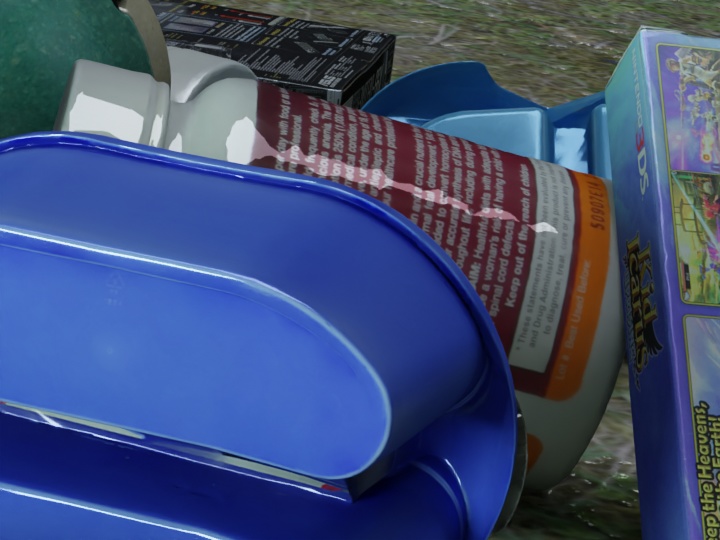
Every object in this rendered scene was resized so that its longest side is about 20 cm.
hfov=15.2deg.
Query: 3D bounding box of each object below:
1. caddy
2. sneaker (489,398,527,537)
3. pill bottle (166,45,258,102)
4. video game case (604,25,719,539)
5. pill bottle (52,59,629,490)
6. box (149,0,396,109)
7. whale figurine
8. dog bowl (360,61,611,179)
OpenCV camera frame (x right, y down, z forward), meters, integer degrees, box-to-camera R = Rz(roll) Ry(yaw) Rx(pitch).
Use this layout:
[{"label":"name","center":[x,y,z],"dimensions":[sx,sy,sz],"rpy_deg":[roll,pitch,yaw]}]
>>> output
[{"label":"caddy","center":[-0.058,0.040,0.760],"dimensions":[0.200,0.141,0.105],"rpy_deg":[12,20,13]},{"label":"sneaker","center":[-0.043,0.062,0.877],"dimensions":[0.200,0.077,0.089],"rpy_deg":[10,-16,11]},{"label":"pill bottle","center":[-0.146,-0.062,1.146],"dimensions":[0.200,0.114,0.114],"rpy_deg":[15,16,25]},{"label":"video game case","center":[0.178,0.023,0.890],"dimensions":[0.181,0.200,0.045],"rpy_deg":[5,-28,-14]},{"label":"pill bottle","center":[-0.014,-0.001,0.936],"dimensions":[0.200,0.114,0.114],"rpy_deg":[15,14,-9]},{"label":"box","center":[-0.073,-0.104,1.466],"dimensions":[0.158,0.050,0.200],"rpy_deg":[10,15,6]},{"label":"whale figurine","center":[-0.169,-0.056,1.025],"dimensions":[0.200,0.159,0.104],"rpy_deg":[-24,17,31]},{"label":"dog bowl","center":[0.091,-0.032,1.151],"dimensions":[0.200,0.112,0.050],"rpy_deg":[-3,-29,7]}]
